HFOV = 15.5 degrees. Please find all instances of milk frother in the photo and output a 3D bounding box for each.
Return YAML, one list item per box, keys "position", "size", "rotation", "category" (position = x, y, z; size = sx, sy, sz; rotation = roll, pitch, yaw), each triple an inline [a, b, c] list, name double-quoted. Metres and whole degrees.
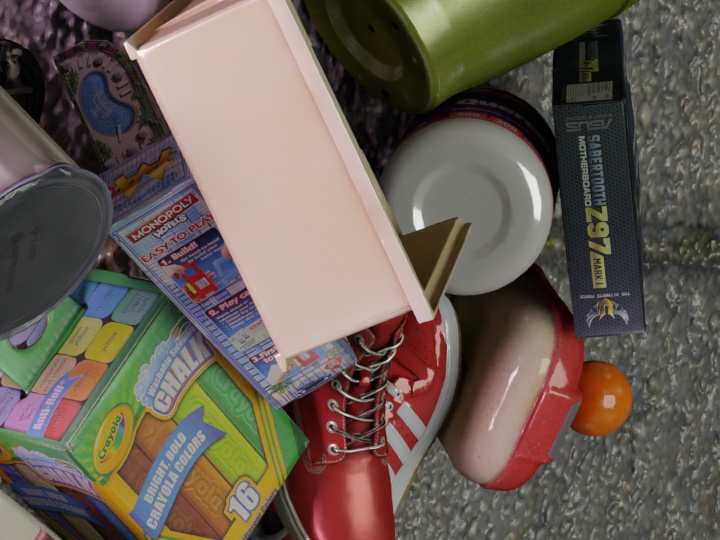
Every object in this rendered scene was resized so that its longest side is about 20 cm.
- position: [-0.207, -0.057, 1.444]
  size: [0.200, 0.188, 0.181]
  rotation: [-25, 147, -35]
  category: "milk frother"

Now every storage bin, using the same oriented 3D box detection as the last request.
- position: [-0.027, -0.074, 1.471]
  size: [0.201, 0.093, 0.199]
  rotation: [64, 16, -11]
  category: "storage bin"

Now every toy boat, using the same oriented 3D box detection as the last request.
- position: [0.122, 0.074, 1.786]
  size: [0.130, 0.200, 0.131]
  rotation: [19, 105, -17]
  category: "toy boat"

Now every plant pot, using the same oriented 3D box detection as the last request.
- position: [0.069, -0.207, 1.717]
  size: [0.193, 0.200, 0.201]
  rotation: [-39, 123, -19]
  category: "plant pot"

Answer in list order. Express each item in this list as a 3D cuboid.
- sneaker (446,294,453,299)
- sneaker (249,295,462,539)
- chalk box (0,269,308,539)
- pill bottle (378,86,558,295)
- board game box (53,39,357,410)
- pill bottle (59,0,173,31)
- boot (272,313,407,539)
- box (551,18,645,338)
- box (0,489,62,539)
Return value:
- position: [0.000, 0.000, 1.743]
  size: [0.200, 0.076, 0.076]
  rotation: [13, 85, -47]
  category: "sneaker"
- position: [-0.011, 0.101, 1.728]
  size: [0.112, 0.071, 0.201]
  rotation: [5, 112, -44]
  category: "sneaker"
- position: [-0.149, 0.081, 1.571]
  size: [0.125, 0.124, 0.200]
  rotation: [-57, 131, -23]
  category: "chalk box"
- position: [0.074, -0.058, 1.731]
  size: [0.200, 0.112, 0.113]
  rotation: [-64, 151, -75]
  category: "pill bottle"
- position: [-0.098, -0.043, 1.523]
  size: [0.062, 0.200, 0.200]
  rotation: [-31, 153, 8]
  category: "board game box"
- position: [-0.102, -0.240, 1.575]
  size: [0.200, 0.113, 0.113]
  rotation: [-46, 126, -31]
  category: "pill bottle"
- position: [-0.003, 0.087, 1.619]
  size: [0.072, 0.144, 0.201]
  rotation: [-8, 77, -29]
  category: "boot"
- position: [0.157, -0.064, 1.741]
  size: [0.200, 0.051, 0.158]
  rotation: [-75, 159, -69]
  category: "box"
- position: [-0.210, 0.210, 1.528]
  size: [0.200, 0.128, 0.109]
  rotation: [46, 66, -38]
  category: "box"
